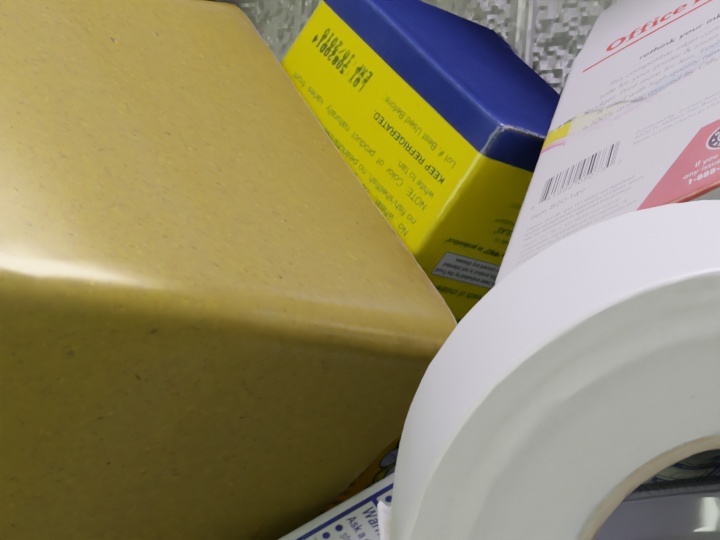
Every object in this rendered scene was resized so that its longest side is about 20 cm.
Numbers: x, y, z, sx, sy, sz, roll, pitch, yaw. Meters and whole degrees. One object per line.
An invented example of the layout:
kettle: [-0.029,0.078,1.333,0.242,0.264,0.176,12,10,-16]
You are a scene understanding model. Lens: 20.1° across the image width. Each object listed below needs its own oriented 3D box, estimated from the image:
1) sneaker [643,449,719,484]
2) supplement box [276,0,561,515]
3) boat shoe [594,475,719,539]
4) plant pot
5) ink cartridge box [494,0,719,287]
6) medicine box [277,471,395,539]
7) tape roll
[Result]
sneaker: [0.123,0.040,0.732,0.200,0.088,0.076,-29,68,33]
supplement box: [0.000,0.000,0.822,0.109,0.109,0.200,48,111,33]
boat shoe: [0.157,0.097,0.674,0.199,0.072,0.062,-5,86,13]
plant pot: [-0.125,0.014,0.721,0.196,0.200,0.195,-48,57,23]
ink cartridge box: [0.129,-0.048,0.716,0.116,0.068,0.200,-27,23,32]
medicine box: [0.016,0.188,0.721,0.199,0.103,0.182,-28,58,-14]
tape roll: [0.107,0.084,0.602,0.203,0.202,0.071,-59,10,15]
